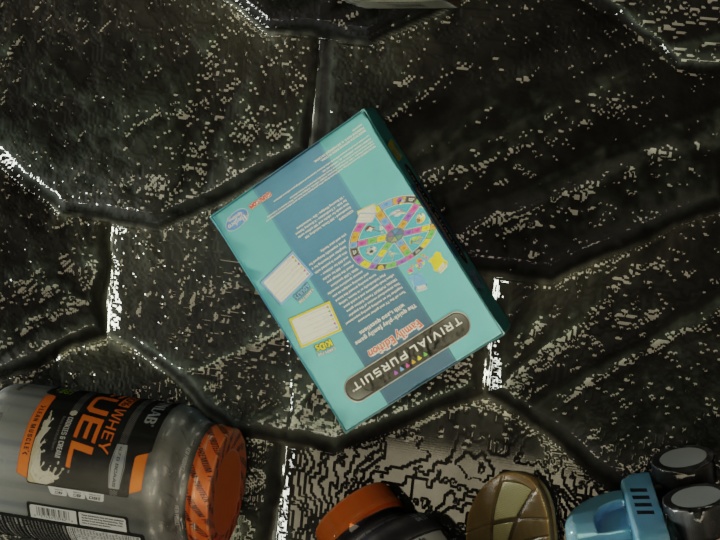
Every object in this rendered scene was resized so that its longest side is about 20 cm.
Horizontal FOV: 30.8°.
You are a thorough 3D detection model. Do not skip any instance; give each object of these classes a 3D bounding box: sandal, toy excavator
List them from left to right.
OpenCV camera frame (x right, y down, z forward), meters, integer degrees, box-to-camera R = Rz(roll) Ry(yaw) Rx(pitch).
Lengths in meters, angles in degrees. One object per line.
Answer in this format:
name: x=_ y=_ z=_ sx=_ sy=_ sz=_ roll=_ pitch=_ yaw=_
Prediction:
sandal: x=0.132 y=0.239 z=1.012 sx=0.080 sy=0.054 sz=0.202 roll=7 pitch=117 yaw=40
toy excavator: x=0.170 y=0.218 z=0.924 sx=0.198 sy=0.195 sz=0.101 roll=-12 pitch=104 yaw=9

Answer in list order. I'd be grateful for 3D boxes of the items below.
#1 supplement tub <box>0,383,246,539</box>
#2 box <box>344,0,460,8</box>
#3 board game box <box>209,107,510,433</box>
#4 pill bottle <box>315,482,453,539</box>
supplement tub: x=-0.199 y=0.161 z=1.043 sx=0.198 sy=0.123 sz=0.124 roll=6 pitch=99 yaw=11
box: x=0.031 y=-0.295 z=0.946 sx=0.077 sy=0.095 sz=0.202 roll=2 pitch=99 yaw=12
board game box: x=0.000 y=0.000 z=1.015 sx=0.150 sy=0.047 sz=0.201 roll=-32 pitch=90 yaw=15
pill bottle: x=0.046 y=0.259 z=0.989 sx=0.106 sy=0.106 sz=0.200 roll=-45 pitch=62 yaw=14
